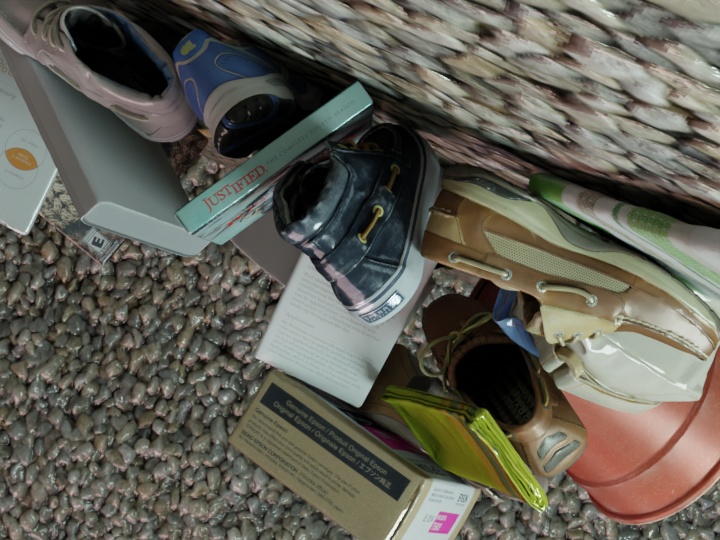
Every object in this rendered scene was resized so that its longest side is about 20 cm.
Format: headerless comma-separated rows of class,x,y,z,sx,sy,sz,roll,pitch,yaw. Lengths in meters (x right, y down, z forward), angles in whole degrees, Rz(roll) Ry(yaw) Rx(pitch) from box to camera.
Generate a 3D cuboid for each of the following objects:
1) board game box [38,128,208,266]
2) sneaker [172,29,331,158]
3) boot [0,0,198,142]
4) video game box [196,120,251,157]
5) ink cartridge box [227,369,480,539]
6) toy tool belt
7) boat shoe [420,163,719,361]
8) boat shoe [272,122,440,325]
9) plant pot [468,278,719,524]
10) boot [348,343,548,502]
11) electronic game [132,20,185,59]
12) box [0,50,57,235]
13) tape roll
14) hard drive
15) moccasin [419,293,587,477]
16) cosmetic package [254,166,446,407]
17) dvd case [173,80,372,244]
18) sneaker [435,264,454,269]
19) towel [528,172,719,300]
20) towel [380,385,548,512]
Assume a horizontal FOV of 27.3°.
board game box,-0.273,-0.131,1.404,0.200,0.160,0.097,41,174,-16
sneaker,-0.070,-0.122,1.027,0.077,0.076,0.200,52,-174,9
boot,-0.196,-0.171,1.032,0.199,0.074,0.096,35,170,7
video game box,-0.074,-0.121,1.469,0.199,0.047,0.182,27,176,-29
ink cartridge box,0.000,0.168,1.262,0.164,0.075,0.200,32,179,20
toy tool belt,0.151,0.024,1.055,0.199,0.126,0.123,27,170,-20
boat shoe,0.126,0.008,0.919,0.199,0.074,0.076,29,180,-5
boat shoe,-0.002,-0.058,0.953,0.091,0.071,0.201,46,-155,-25
plant pot,0.194,0.078,1.237,0.195,0.201,0.201,34,176,-24
boot,0.072,0.138,1.272,0.146,0.070,0.200,43,171,-21
electronic game,-0.115,-0.147,1.198,0.199,0.042,0.200,26,179,1
box,-0.317,-0.155,1.282,0.152,0.201,0.106,27,179,-17
tape roll,-0.031,-0.018,1.352,0.202,0.071,0.202,34,-172,-5
hard drive,-0.198,-0.106,1.118,0.132,0.027,0.201,21,-145,-57
moccasin,0.092,0.073,1.090,0.078,0.074,0.202,46,-170,-34
cosmetic package,0.000,0.000,1.193,0.101,0.201,0.071,26,-149,-2
dvd case,-0.054,-0.069,1.022,0.022,0.146,0.200,54,179,2
sneaker,0.083,-0.025,1.309,0.199,0.083,0.072,26,180,1
towel,0.203,-0.009,0.855,0.149,0.031,0.200,29,180,-31
towel,0.072,0.130,1.099,0.086,0.018,0.200,56,166,-11
